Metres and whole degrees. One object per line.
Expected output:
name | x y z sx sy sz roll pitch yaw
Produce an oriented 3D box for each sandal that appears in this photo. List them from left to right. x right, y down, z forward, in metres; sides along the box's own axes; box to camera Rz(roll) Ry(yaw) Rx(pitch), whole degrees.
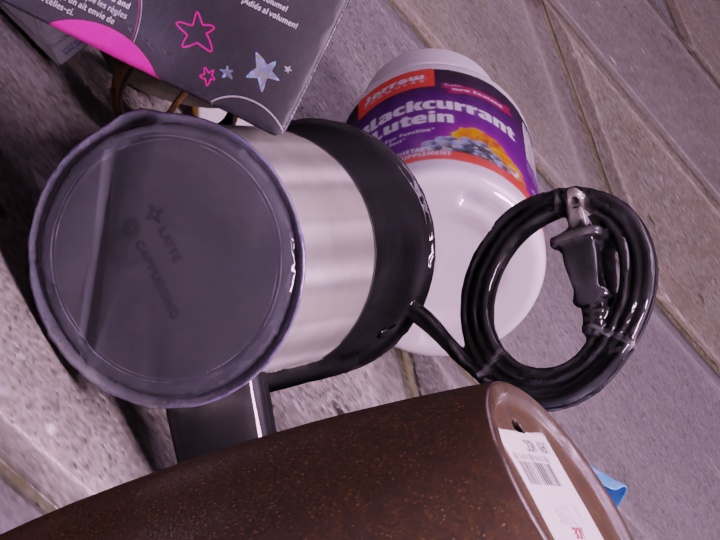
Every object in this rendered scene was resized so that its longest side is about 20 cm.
sandal | -0.078 -0.080 1.280 0.082 0.055 0.200 19 0 -18

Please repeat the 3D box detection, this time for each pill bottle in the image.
pill bottle | 0.041 -0.046 1.529 0.111 0.111 0.200 50 16 -22

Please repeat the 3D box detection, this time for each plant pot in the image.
plant pot | -0.016 0.124 0.861 0.187 0.200 0.187 50 17 -21

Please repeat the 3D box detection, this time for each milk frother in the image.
milk frother | 0.000 0.000 1.158 0.181 0.200 0.188 62 17 6

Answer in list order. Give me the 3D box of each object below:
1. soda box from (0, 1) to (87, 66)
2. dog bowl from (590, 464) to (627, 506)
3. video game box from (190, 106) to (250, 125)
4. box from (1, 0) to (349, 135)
soda box | -0.142 -0.185 1.336 0.063 0.068 0.200 45 19 -31
dog bowl | 0.040 0.115 1.125 0.050 0.112 0.200 44 14 15
video game box | -0.081 -0.202 1.420 0.182 0.047 0.200 91 -14 -44
box | -0.098 -0.152 1.102 0.200 0.115 0.132 27 5 -9
